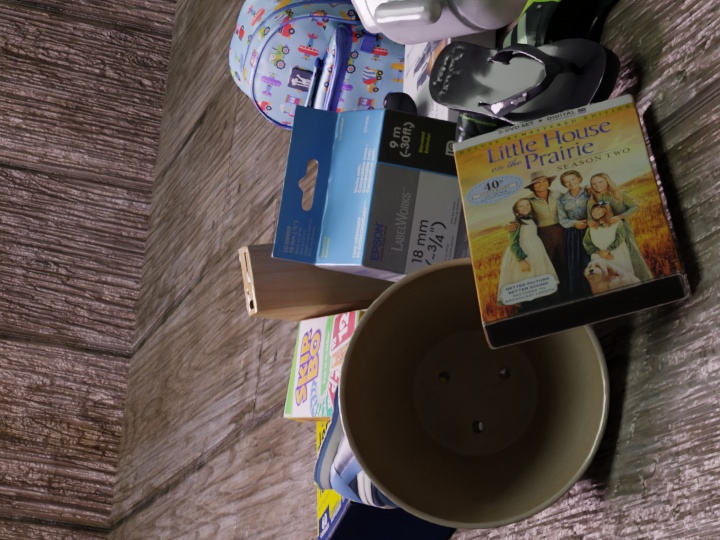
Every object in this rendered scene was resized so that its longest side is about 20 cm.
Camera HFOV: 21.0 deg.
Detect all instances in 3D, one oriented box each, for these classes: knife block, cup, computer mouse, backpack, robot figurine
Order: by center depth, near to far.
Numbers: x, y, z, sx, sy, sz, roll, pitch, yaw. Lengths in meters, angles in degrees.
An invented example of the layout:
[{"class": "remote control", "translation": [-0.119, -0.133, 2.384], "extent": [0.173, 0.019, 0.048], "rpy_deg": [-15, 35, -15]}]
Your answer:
[{"class": "cup", "translation": [0.087, 0.095, 1.498], "extent": [0.143, 0.200, 0.201], "rpy_deg": [49, -130, -85]}, {"class": "robot figurine", "translation": [0.081, -0.272, 1.785], "extent": [0.200, 0.113, 0.170], "rpy_deg": [-5, 35, 43]}, {"class": "knife block", "translation": [0.000, 0.000, 1.812], "extent": [0.200, 0.175, 0.064], "rpy_deg": [13, -114, -71]}, {"class": "computer mouse", "translation": [0.027, -0.112, 1.942], "extent": [0.200, 0.034, 0.059], "rpy_deg": [110, 173, -61]}, {"class": "backpack", "translation": [-0.036, -0.222, 2.085], "extent": [0.135, 0.200, 0.183], "rpy_deg": [-100, 26, -53]}]

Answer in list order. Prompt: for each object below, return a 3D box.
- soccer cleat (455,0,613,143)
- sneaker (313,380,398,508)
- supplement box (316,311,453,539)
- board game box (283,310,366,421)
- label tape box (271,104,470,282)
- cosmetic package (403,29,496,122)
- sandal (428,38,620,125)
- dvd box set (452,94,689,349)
[{"class": "soccer cleat", "translation": [0.141, -0.162, 1.609], "extent": [0.200, 0.067, 0.081], "rpy_deg": [-61, 25, 14]}, {"class": "sneaker", "translation": [0.021, 0.120, 1.615], "extent": [0.074, 0.082, 0.200], "rpy_deg": [-46, -23, -44]}, {"class": "supplement box", "translation": [0.025, 0.155, 1.791], "extent": [0.109, 0.109, 0.200], "rpy_deg": [117, 158, -47]}, {"class": "board game box", "translation": [-0.030, 0.090, 1.779], "extent": [0.200, 0.030, 0.096], "rpy_deg": [163, 118, -73]}, {"class": "label tape box", "translation": [0.034, -0.064, 1.723], "extent": [0.063, 0.200, 0.144], "rpy_deg": [168, 112, -74]}, {"class": "cosmetic package", "translation": [0.085, -0.180, 1.905], "extent": [0.151, 0.052, 0.200], "rpy_deg": [124, 152, -63]}, {"class": "sandal", "translation": [0.122, -0.150, 1.554], "extent": [0.200, 0.043, 0.076], "rpy_deg": [5, 80, 48]}, {"class": "dvd box set", "translation": [0.149, -0.039, 1.417], "extent": [0.200, 0.146, 0.029], "rpy_deg": [-95, -13, -46]}]
